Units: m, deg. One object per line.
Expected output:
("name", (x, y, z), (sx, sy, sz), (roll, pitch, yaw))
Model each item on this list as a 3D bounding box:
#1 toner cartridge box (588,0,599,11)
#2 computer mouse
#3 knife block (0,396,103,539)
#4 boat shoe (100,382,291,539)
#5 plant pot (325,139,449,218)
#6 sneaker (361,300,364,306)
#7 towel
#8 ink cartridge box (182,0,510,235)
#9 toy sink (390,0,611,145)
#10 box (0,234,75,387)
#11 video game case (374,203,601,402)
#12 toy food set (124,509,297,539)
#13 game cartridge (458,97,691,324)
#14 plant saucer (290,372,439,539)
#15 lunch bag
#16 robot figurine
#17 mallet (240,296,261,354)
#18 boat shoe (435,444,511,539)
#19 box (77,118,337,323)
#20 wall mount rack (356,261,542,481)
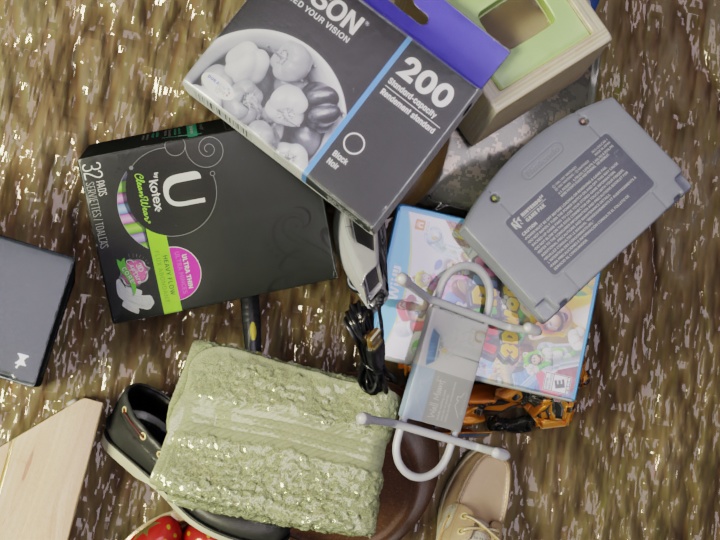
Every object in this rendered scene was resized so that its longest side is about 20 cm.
("toner cartridge box", (0.167, -0.340, 1.176), (0.199, 0.043, 0.095), (27, 77, -11))
("computer mouse", (0.000, 0.000, 0.981), (0.044, 0.110, 0.201), (-8, 57, 8))
("knife block", (-0.281, 0.231, 0.994), (0.199, 0.064, 0.176), (-31, 94, -16))
("boat shoe", (-0.142, 0.175, 0.996), (0.201, 0.074, 0.063), (33, 113, 16))
("plant pot", (-0.014, -0.138, 1.047), (0.201, 0.200, 0.027), (58, 31, -3))
("sneaker", (0.102, 0.015, 1.112), (0.199, 0.098, 0.071), (-13, 87, 8))
("towel", (-0.070, 0.147, 0.971), (0.199, 0.037, 0.149), (14, 68, -5))
("ink cartridge box", (-0.007, -0.168, 0.918), (0.198, 0.043, 0.200), (37, 84, 1))
("toy sink", (0.107, -0.240, 1.007), (0.130, 0.112, 0.201), (-32, 84, -11))
("box", (-0.324, 0.027, 0.931), (0.148, 0.200, 0.108), (18, 81, -13))
("video game case", (0.115, 0.030, 1.035), (0.199, 0.018, 0.144), (13, 85, -3))
("toy food set", (-0.143, 0.315, 1.016), (0.199, 0.049, 0.199), (25, 89, -9))
("game cartridge", (0.192, -0.063, 1.030), (0.200, 0.041, 0.133), (-40, 87, -15))
("plant saucer", (-0.019, 0.195, 1.044), (0.199, 0.037, 0.202), (-3, 107, -10))
("lunch bag", (0.140, -0.139, 1.112), (0.163, 0.118, 0.201), (12, 77, -11))
("robot figurine", (0.130, 0.110, 1.091), (0.199, 0.058, 0.146), (1, 123, -8))
("mallet", (-0.092, 0.086, 1.074), (0.065, 0.041, 0.201), (5, 80, -13))
("boat shoe", (0.107, 0.269, 1.089), (0.073, 0.069, 0.201), (22, 80, -12))
("box", (-0.134, -0.054, 0.998), (0.199, 0.124, 0.150), (-11, 104, -7))
("wall mount rack", (0.067, 0.083, 0.958), (0.173, 0.074, 0.201), (19, 83, -31))
